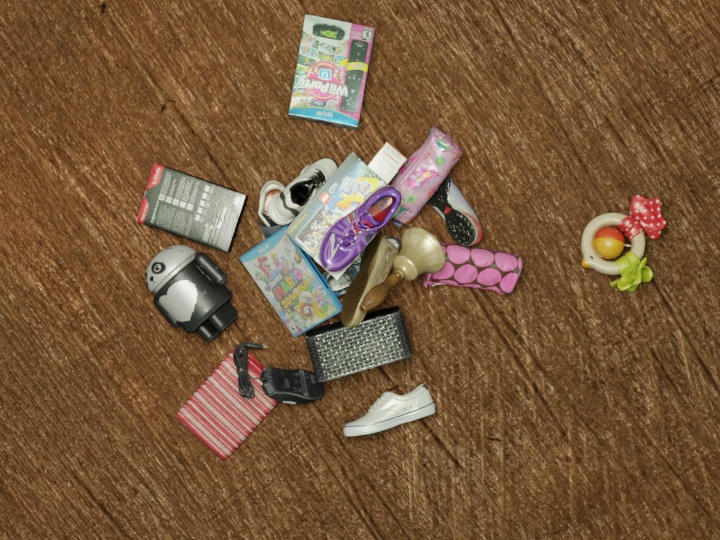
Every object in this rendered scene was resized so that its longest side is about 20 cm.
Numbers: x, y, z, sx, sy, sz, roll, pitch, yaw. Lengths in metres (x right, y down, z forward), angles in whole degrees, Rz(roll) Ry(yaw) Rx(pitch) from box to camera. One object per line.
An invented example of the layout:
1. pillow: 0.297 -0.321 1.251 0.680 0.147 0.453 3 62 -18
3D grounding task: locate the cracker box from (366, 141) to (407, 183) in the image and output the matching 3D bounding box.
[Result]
1. cracker box: 0.006 -0.157 1.672 0.058 0.134 0.201 39 90 -4

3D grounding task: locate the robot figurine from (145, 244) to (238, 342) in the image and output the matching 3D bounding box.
1. robot figurine: -0.338 0.044 1.668 0.150 0.125 0.200 -42 93 -8

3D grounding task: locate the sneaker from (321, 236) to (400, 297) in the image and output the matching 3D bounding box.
1. sneaker: 0.000 0.000 1.701 0.199 0.085 0.077 -35 93 -2

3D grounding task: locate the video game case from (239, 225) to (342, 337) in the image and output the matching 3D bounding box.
1. video game case: -0.140 0.025 1.685 0.142 0.018 0.201 -29 98 35

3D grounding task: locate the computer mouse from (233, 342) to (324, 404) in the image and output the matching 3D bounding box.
1. computer mouse: -0.174 0.213 1.710 0.198 0.141 0.046 7 135 -34

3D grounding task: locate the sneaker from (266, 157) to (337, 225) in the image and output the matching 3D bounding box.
1. sneaker: -0.098 -0.163 1.657 0.074 0.080 0.200 48 51 -9

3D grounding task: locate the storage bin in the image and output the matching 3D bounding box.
1. storage bin: -0.005 0.144 1.680 0.197 0.135 0.095 -16 93 -2

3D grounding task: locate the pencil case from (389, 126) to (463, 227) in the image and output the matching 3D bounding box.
1. pencil case: 0.117 -0.186 1.673 0.087 0.088 0.200 39 108 -3

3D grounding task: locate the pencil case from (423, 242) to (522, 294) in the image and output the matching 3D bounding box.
1. pencil case: 0.227 -0.001 1.711 0.197 0.091 0.095 8 98 -4

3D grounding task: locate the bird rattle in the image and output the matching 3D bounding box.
1. bird rattle: 0.537 -0.060 1.719 0.161 0.113 0.203 9 89 14

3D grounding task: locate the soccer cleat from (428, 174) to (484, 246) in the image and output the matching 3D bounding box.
1. soccer cleat: 0.187 -0.139 1.722 0.068 0.073 0.201 -37 75 28

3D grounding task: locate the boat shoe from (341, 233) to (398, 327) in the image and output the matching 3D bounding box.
1. boat shoe: 0.024 0.027 1.629 0.064 0.071 0.202 34 66 -26

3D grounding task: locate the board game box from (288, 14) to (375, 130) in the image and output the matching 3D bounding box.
1. board game box: -0.057 -0.399 1.697 0.145 0.064 0.203 10 92 -2

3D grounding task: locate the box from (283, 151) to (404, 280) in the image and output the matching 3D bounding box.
1. box: -0.031 -0.103 1.585 0.136 0.038 0.200 41 90 -5

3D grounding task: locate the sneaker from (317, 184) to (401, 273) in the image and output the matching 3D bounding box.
1. sneaker: -0.003 -0.081 1.528 0.080 0.083 0.200 41 91 -5

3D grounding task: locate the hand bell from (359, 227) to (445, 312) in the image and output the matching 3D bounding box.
1. hand bell: 0.064 0.014 1.581 0.104 0.104 0.200 51 54 -3

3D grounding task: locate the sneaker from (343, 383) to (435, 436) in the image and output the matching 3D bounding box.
1. sneaker: 0.054 0.288 1.728 0.198 0.073 0.072 -16 84 -11

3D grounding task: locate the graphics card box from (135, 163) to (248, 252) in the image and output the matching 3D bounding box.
1. graphics card box: -0.340 -0.126 1.700 0.198 0.051 0.127 18 91 -2

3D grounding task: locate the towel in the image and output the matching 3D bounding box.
1. towel: -0.266 0.273 1.732 0.144 0.022 0.200 43 92 -5

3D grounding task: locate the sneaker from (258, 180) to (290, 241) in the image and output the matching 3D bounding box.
1. sneaker: -0.166 -0.082 1.696 0.077 0.079 0.203 -14 94 -3
